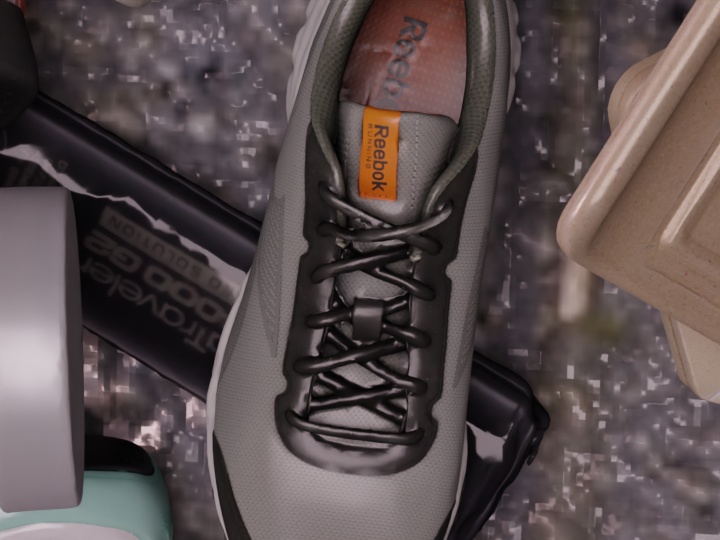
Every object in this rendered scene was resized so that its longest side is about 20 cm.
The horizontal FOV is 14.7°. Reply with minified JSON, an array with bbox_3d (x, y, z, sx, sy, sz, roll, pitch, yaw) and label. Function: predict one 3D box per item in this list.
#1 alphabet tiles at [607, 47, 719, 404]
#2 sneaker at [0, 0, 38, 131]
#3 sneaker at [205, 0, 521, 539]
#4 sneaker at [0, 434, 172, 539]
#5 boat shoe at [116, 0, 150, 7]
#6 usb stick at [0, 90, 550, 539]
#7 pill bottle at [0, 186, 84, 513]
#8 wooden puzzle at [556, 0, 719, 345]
[{"bbox_3d":[0.157,-0.048,0.710,0.199,0.015,0.196,-28,120,-13],"label":"alphabet tiles"},{"bbox_3d":[-0.179,-0.064,0.805,0.201,0.067,0.109,-25,67,30],"label":"sneaker"},{"bbox_3d":[0.000,0.000,0.744,0.073,0.079,0.201,8,83,0],"label":"sneaker"},{"bbox_3d":[-0.156,0.118,0.814,0.199,0.078,0.141,3,98,10],"label":"sneaker"},{"bbox_3d":[-0.097,-0.169,0.767,0.063,0.073,0.201,-31,87,16],"label":"boat shoe"},{"bbox_3d":[-0.040,0.010,0.802,0.199,0.033,0.056,31,105,4],"label":"usb stick"},{"bbox_3d":[-0.173,0.023,0.728,0.199,0.112,0.113,-1,98,-3],"label":"pill bottle"},{"bbox_3d":[0.164,-0.044,0.661,0.199,0.037,0.186,28,100,-26],"label":"wooden puzzle"}]
